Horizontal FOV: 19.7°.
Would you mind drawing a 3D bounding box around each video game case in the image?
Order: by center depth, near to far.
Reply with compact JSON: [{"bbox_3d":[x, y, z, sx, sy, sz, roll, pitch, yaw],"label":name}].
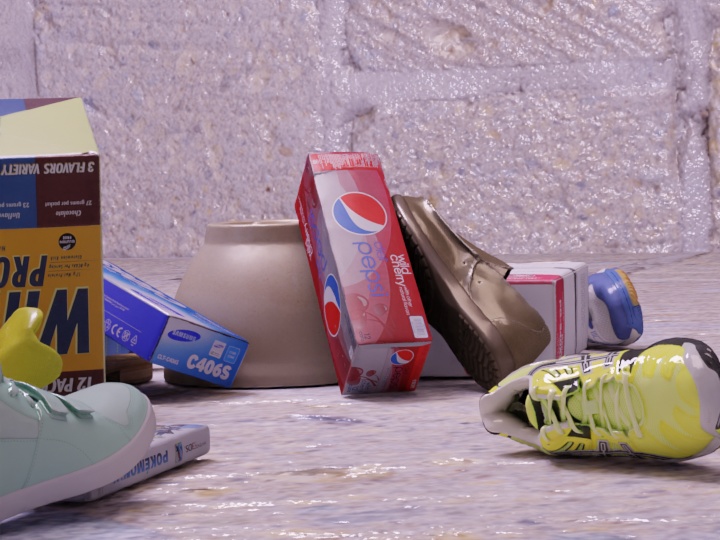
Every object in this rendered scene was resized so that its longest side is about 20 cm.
[{"bbox_3d":[-0.216,0.115,1.257,0.199,0.022,0.182,-2,3,18],"label":"video game case"}]

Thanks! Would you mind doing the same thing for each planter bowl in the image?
[{"bbox_3d":[-0.072,0.023,1.779,0.200,0.135,0.200,-3,3,0],"label":"planter bowl"}]

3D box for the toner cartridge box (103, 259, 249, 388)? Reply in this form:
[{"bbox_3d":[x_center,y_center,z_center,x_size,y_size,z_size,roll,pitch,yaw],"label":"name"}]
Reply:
[{"bbox_3d":[-0.190,0.032,1.700,0.200,0.043,0.095,27,4,43],"label":"toner cartridge box"}]

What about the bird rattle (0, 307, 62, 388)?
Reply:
[{"bbox_3d":[-0.292,0.035,1.263,0.112,0.164,0.200,-23,-19,36],"label":"bird rattle"}]

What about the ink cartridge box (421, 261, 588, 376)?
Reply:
[{"bbox_3d":[0.113,0.040,1.794,0.145,0.084,0.200,-1,3,14],"label":"ink cartridge box"}]

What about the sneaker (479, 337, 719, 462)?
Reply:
[{"bbox_3d":[0.145,0.085,1.235,0.076,0.076,0.200,-12,-3,-28],"label":"sneaker"}]

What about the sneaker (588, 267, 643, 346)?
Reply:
[{"bbox_3d":[0.194,0.044,1.938,0.088,0.075,0.200,-15,0,-18],"label":"sneaker"}]

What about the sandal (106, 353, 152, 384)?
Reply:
[{"bbox_3d":[-0.245,0.065,1.700,0.077,0.070,0.212,0,4,30],"label":"sandal"}]

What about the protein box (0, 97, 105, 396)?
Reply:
[{"bbox_3d":[-0.263,-0.009,1.528,0.135,0.201,0.199,-3,17,-11],"label":"protein box"}]

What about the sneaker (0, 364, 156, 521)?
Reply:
[{"bbox_3d":[-0.180,0.061,1.099,0.074,0.119,0.200,3,14,32],"label":"sneaker"}]

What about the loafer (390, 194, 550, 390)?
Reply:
[{"bbox_3d":[0.083,0.014,1.658,0.067,0.200,0.076,-16,-36,-24],"label":"loafer"}]

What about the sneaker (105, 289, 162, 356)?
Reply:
[{"bbox_3d":[-0.252,0.060,1.820,0.200,0.074,0.082,-12,9,-25],"label":"sneaker"}]

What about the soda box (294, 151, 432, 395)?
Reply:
[{"bbox_3d":[0.000,0.000,1.656,0.063,0.200,0.070,-2,-38,-16],"label":"soda box"}]
